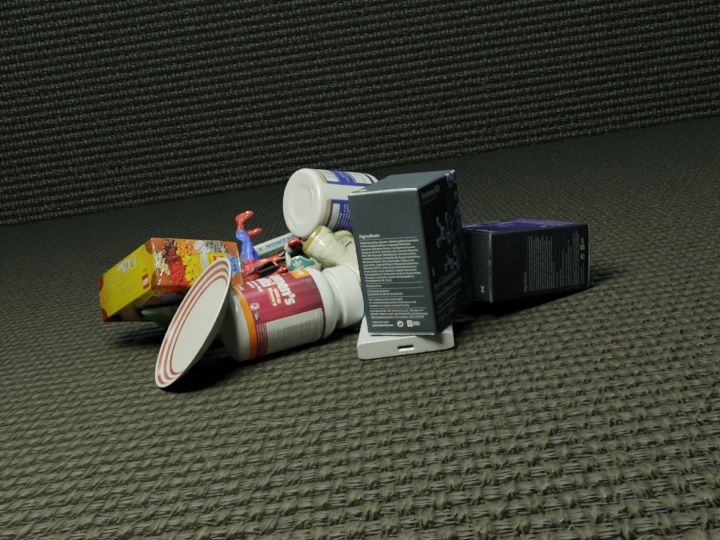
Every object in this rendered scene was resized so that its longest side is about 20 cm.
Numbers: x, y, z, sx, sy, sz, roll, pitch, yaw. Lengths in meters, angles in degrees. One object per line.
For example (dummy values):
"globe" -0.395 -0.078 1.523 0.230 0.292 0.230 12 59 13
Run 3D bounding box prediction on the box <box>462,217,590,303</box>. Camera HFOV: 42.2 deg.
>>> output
"box" 0.231 -0.019 1.440 0.199 0.105 0.148 -7 10 -32

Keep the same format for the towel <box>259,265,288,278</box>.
"towel" -0.163 0.026 1.741 0.132 0.035 0.200 -16 14 -25

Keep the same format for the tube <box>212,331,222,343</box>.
"tube" -0.165 0.080 1.469 0.199 0.052 0.058 -7 45 -11

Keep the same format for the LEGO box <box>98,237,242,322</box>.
"LEGO box" -0.305 0.019 1.481 0.149 0.077 0.200 2 -19 -39

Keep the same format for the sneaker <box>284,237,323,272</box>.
"sneaker" -0.092 -0.027 1.644 0.070 0.094 0.200 -19 23 9

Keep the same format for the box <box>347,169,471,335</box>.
"box" 0.072 -0.027 1.297 0.107 0.201 0.148 -3 14 27

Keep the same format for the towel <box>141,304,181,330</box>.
"towel" -0.230 0.063 1.499 0.199 0.023 0.153 -9 -15 4

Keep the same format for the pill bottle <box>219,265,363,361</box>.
"pill bottle" -0.103 0.058 1.372 0.199 0.110 0.109 -15 13 -24

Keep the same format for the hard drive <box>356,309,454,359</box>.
"hard drive" 0.067 0.079 1.350 0.131 0.026 0.200 -8 12 6

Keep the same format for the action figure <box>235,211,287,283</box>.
"action figure" -0.163 -0.027 1.584 0.099 0.065 0.200 -17 41 10

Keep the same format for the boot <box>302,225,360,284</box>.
"boot" 0.000 0.000 1.533 0.155 0.072 0.200 38 6 16

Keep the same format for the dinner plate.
"dinner plate" -0.228 0.075 1.303 0.024 0.201 0.200 31 -5 -24

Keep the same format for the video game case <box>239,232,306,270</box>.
"video game case" -0.144 -0.041 1.768 0.182 0.022 0.200 -21 -6 -14

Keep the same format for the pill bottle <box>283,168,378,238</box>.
"pill bottle" -0.024 -0.113 1.641 0.199 0.120 0.120 1 4 -37
